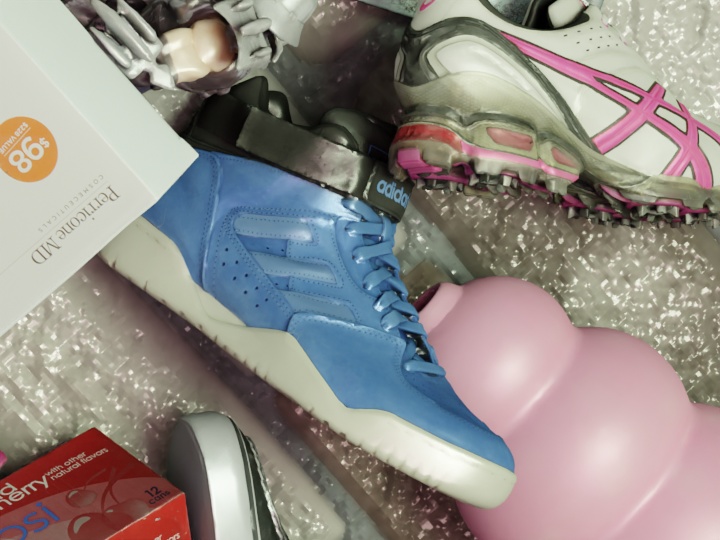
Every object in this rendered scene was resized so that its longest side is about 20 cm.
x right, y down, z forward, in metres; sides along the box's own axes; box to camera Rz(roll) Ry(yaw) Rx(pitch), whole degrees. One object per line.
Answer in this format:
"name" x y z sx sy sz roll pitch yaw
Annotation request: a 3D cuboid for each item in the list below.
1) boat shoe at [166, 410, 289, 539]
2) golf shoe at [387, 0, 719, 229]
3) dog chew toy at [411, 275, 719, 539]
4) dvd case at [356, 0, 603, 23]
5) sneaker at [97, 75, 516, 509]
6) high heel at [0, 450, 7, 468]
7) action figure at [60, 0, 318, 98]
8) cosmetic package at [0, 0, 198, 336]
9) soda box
"boat shoe" -0.031 0.145 1.161 0.068 0.074 0.200 -16 108 -16
"golf shoe" 0.096 -0.066 1.120 0.200 0.072 0.092 12 80 -44
"dog chew toy" 0.095 0.081 1.155 0.200 0.125 0.125 44 90 -11
"dvd case" 0.019 -0.177 1.125 0.199 0.022 0.146 17 98 -17
"sneaker" 0.000 0.000 1.094 0.200 0.077 0.111 35 90 25
"high heel" -0.206 0.154 1.125 0.096 0.067 0.201 11 87 -5
"action figure" -0.101 -0.075 1.067 0.200 0.130 0.070 -26 84 8
"cosmetic package" -0.181 -0.032 1.021 0.200 0.052 0.151 -39 99 27
"soda box" -0.159 0.143 1.090 0.200 0.063 0.070 -29 131 -30
